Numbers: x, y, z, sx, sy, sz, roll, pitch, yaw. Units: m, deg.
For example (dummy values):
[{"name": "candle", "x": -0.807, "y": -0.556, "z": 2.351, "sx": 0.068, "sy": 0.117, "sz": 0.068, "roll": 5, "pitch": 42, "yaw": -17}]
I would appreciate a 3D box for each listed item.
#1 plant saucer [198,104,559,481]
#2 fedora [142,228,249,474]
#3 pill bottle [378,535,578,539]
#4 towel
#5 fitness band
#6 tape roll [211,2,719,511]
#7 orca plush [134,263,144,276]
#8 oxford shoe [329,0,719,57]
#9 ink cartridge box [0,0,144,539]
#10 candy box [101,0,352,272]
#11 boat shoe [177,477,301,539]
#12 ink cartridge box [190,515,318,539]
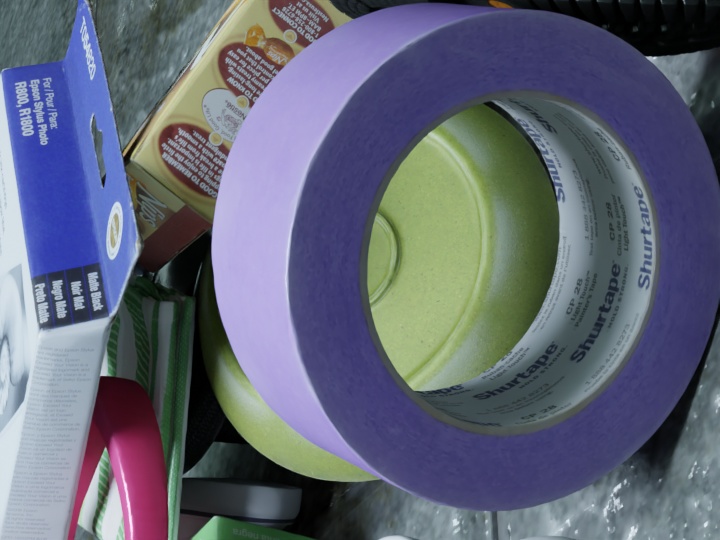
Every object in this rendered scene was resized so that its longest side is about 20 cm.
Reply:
[{"name": "plant saucer", "x": 0.000, "y": 0.000, "z": 1.141, "sx": 0.199, "sy": 0.031, "sz": 0.202, "roll": -11, "pitch": 67, "yaw": 26}, {"name": "fedora", "x": -0.053, "y": 0.021, "z": 1.282, "sx": 0.201, "sy": 0.091, "sz": 0.202, "roll": -43, "pitch": 38, "yaw": 46}, {"name": "pill bottle", "x": 0.087, "y": 0.150, "z": 0.786, "sx": 0.111, "sy": 0.199, "sz": 0.112, "roll": -42, "pitch": 38, "yaw": 45}, {"name": "towel", "x": -0.131, "y": 0.073, "z": 1.264, "sx": 0.200, "sy": 0.023, "sz": 0.154, "roll": -163, "pitch": 76, "yaw": -67}, {"name": "fitness band", "x": -0.140, "y": 0.143, "z": 1.205, "sx": 0.200, "sy": 0.037, "sz": 0.144, "roll": 118, "pitch": 147, "yaw": -46}, {"name": "tape roll", "x": 0.045, "y": -0.008, "z": 0.978, "sx": 0.085, "sy": 0.199, "sz": 0.201, "roll": 16, "pitch": 88, "yaw": 65}, {"name": "orca plush", "x": -0.125, "y": 0.009, "z": 1.503, "sx": 0.106, "sy": 0.071, "sz": 0.200, "roll": 65, "pitch": 164, "yaw": -14}, {"name": "oxford shoe", "x": 0.087, "y": -0.142, "z": 1.029, "sx": 0.199, "sy": 0.073, "sz": 0.085, "roll": 11, "pitch": 77, "yaw": 20}, {"name": "ink cartridge box", "x": -0.158, "y": -0.003, "z": 1.172, "sx": 0.200, "sy": 0.040, "sz": 0.201, "roll": -108, "pitch": 28, "yaw": -46}, {"name": "candy box", "x": -0.053, "y": -0.101, "z": 1.183, "sx": 0.201, "sy": 0.055, "sz": 0.115, "roll": -55, "pitch": 9, "yaw": -21}, {"name": "boat shoe", "x": -0.091, "y": 0.152, "z": 1.305, "sx": 0.200, "sy": 0.072, "sz": 0.066, "roll": -18, "pitch": 68, "yaw": 57}, {"name": "ink cartridge box", "x": -0.069, "y": 0.248, "z": 1.175, "sx": 0.146, "sy": 0.084, "sz": 0.201, "roll": -47, "pitch": 34, "yaw": 43}]
